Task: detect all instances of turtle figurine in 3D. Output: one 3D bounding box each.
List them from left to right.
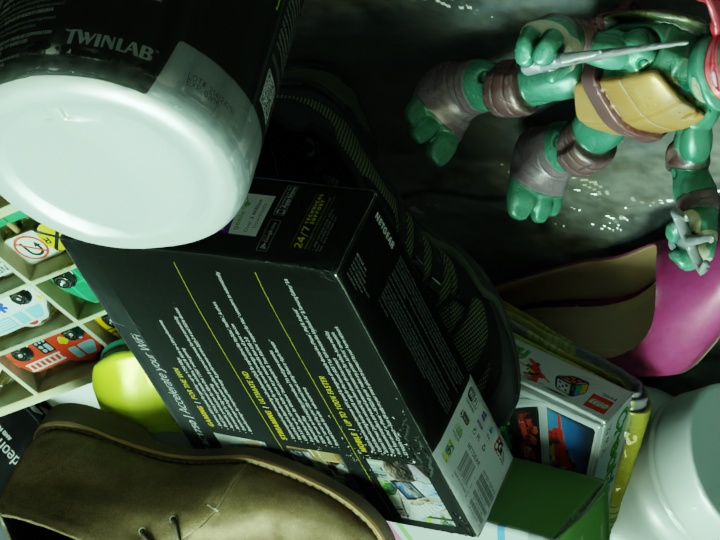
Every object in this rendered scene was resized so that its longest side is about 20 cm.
[{"bbox_3d":[0.117,-0.070,1.335,0.150,0.101,0.200,50,150,-20],"label":"turtle figurine"}]

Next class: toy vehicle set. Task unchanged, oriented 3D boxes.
[{"bbox_3d":[-0.173,0.012,1.470,0.199,0.027,0.124,-21,132,37],"label":"toy vehicle set"}]

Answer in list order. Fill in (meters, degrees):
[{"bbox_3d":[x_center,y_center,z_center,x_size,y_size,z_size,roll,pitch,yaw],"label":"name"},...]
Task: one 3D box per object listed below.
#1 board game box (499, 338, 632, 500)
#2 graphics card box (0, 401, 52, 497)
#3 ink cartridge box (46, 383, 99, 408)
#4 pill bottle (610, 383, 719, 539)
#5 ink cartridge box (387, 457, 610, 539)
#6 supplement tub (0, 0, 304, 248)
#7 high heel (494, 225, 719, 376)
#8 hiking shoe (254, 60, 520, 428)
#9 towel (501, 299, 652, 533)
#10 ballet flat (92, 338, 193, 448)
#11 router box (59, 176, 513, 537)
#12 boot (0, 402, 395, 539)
[{"bbox_3d":[0.060,0.121,1.512,0.126,0.035,0.201,25,129,21],"label":"board game box"},{"bbox_3d":[-0.159,0.113,1.611,0.200,0.051,0.125,46,-175,26],"label":"graphics card box"},{"bbox_3d":[-0.128,-0.003,1.533,0.144,0.085,0.200,-14,136,34],"label":"ink cartridge box"},{"bbox_3d":[0.126,0.125,1.598,0.111,0.112,0.199,37,139,-30],"label":"pill bottle"},{"bbox_3d":[0.025,0.139,1.481,0.199,0.059,0.104,13,124,29],"label":"ink cartridge box"},{"bbox_3d":[-0.084,-0.120,1.248,0.122,0.201,0.123,11,146,7],"label":"supplement tub"},{"bbox_3d":[0.111,0.018,1.485,0.096,0.068,0.200,16,151,-21],"label":"high heel"},{"bbox_3d":[0.000,0.000,1.405,0.076,0.101,0.200,-35,92,22],"label":"hiking shoe"},{"bbox_3d":[0.069,0.102,1.534,0.143,0.023,0.201,27,130,19],"label":"towel"},{"bbox_3d":[-0.082,0.098,1.508,0.066,0.067,0.200,-8,156,11],"label":"ballet flat"},{"bbox_3d":[-0.031,0.037,1.371,0.148,0.051,0.200,8,145,30],"label":"router box"},{"bbox_3d":[-0.080,0.124,1.415,0.199,0.076,0.074,11,133,23],"label":"boot"}]
